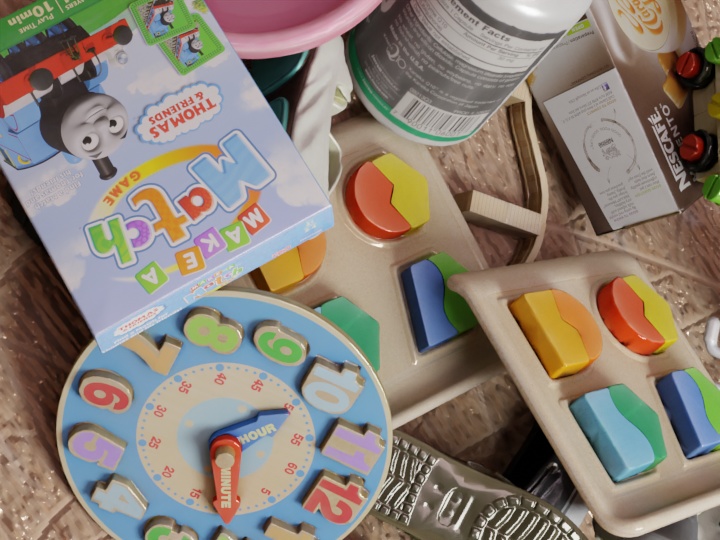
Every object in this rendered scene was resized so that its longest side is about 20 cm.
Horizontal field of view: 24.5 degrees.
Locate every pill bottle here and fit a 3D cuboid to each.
[{"bbox_3d":[0.079,-0.177,1.057,0.113,0.200,0.114,15,55,-22],"label":"pill bottle"}]

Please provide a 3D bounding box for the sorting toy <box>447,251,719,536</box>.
[{"bbox_3d":[0.169,0.066,1.059,0.185,0.037,0.200,-8,57,-47],"label":"sorting toy"}]

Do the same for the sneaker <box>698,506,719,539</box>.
[{"bbox_3d":[0.271,0.180,1.219,0.200,0.077,0.085,-52,146,-36],"label":"sneaker"}]

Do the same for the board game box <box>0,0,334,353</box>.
[{"bbox_3d":[-0.129,-0.075,0.947,0.151,0.037,0.200,-29,73,-10],"label":"board game box"}]

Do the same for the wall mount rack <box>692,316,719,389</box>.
[{"bbox_3d":[0.290,-0.002,1.199,0.074,0.200,0.174,21,79,7],"label":"wall mount rack"}]

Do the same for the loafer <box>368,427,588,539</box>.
[{"bbox_3d":[0.072,0.160,1.083,0.200,0.067,0.076,36,90,-9],"label":"loafer"}]

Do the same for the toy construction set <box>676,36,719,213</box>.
[{"bbox_3d":[0.279,-0.113,1.109,0.092,0.131,0.201,29,61,-25],"label":"toy construction set"}]

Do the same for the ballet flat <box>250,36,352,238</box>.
[{"bbox_3d":[-0.037,-0.101,1.058,0.069,0.069,0.201,26,51,-24],"label":"ballet flat"}]

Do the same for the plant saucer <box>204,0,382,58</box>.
[{"bbox_3d":[-0.064,-0.219,1.040,0.199,0.051,0.202,0,72,1],"label":"plant saucer"}]

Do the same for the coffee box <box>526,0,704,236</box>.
[{"bbox_3d":[0.184,-0.141,1.180,0.114,0.080,0.201,-32,100,-43],"label":"coffee box"}]

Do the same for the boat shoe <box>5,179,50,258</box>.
[{"bbox_3d":[-0.127,-0.001,1.007,0.074,0.076,0.200,-45,106,-29],"label":"boat shoe"}]

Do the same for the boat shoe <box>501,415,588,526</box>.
[{"bbox_3d":[0.143,0.104,1.154,0.066,0.070,0.201,36,76,-21],"label":"boat shoe"}]

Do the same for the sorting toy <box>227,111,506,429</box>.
[{"bbox_3d":[0.000,0.000,1.067,0.185,0.036,0.201,-24,79,-29],"label":"sorting toy"}]

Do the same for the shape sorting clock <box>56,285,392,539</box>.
[{"bbox_3d":[-0.080,0.100,0.979,0.199,0.039,0.201,-2,119,-3],"label":"shape sorting clock"}]

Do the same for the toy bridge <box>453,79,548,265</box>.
[{"bbox_3d":[0.098,-0.038,1.163,0.067,0.027,0.201,17,75,-28],"label":"toy bridge"}]

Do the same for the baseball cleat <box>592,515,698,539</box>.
[{"bbox_3d":[0.197,0.139,1.110,0.069,0.200,0.107,20,97,1],"label":"baseball cleat"}]
